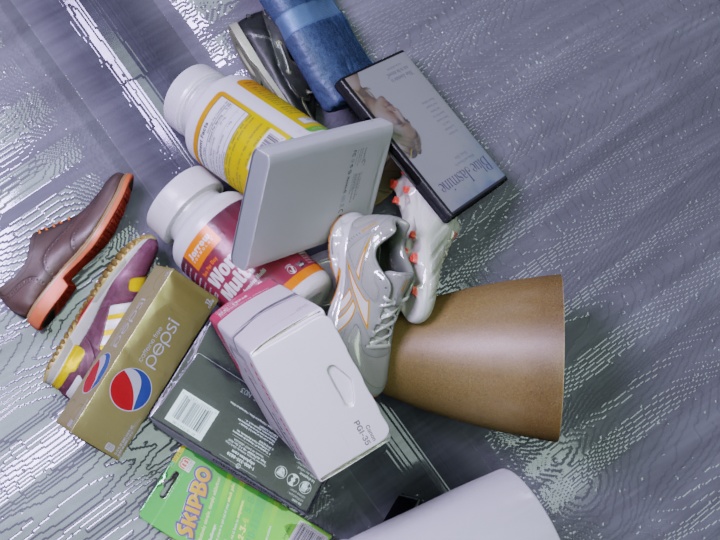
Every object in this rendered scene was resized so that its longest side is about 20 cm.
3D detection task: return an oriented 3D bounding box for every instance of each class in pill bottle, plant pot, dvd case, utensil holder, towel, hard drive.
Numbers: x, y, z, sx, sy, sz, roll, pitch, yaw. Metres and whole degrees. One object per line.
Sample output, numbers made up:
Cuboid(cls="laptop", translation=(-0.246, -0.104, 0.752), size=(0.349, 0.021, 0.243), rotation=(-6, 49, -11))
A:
Cuboid(cls="pill bottle", translation=(-0.122, -0.147, 1.377), size=(0.200, 0.111, 0.111), rotation=(36, 76, 27))
Cuboid(cls="plant pot", translation=(0.125, 0.095, 1.401), size=(0.199, 0.186, 0.187), rotation=(2, 82, 5))
Cuboid(cls="pill bottle", translation=(-0.136, -0.017, 1.374), size=(0.200, 0.110, 0.110), rotation=(43, 77, 12))
Cuboid(cls="dvd case", translation=(0.072, -0.156, 1.423), size=(0.200, 0.018, 0.143), rotation=(51, 39, 3))
Cuboid(cls="utensil holder", translation=(0.092, 0.313, 1.257), size=(0.199, 0.170, 0.171), rotation=(-22, 87, -15))
Cuboid(cls="towel", translation=(-0.053, -0.282, 1.440), size=(0.048, 0.112, 0.201), rotation=(-28, 93, 32))
Cuboid(cls="hard drive", translation=(-0.048, -0.083, 1.312), size=(0.027, 0.132, 0.200), rotation=(31, 32, 28))

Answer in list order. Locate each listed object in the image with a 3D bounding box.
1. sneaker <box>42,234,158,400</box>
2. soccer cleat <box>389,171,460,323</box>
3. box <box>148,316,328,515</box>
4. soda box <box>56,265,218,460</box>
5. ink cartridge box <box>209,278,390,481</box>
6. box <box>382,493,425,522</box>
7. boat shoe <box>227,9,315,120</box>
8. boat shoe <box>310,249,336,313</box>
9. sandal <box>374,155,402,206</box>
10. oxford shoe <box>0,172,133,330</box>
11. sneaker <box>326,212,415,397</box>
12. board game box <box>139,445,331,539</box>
Cuboid(cls="sneaker", translation=(-0.265, 0.058, 1.381), size=(0.090, 0.075, 0.200), rotation=(33, 84, -14))
Cuboid(cls="soccer cleat", translation=(0.077, -0.032, 1.390), size=(0.077, 0.069, 0.201), rotation=(14, 58, -24))
Cuboid(cls="box", translation=(-0.117, 0.160, 1.369), size=(0.200, 0.115, 0.132), rotation=(32, 80, -5))
Cuboid(cls="soda box", translation=(-0.235, 0.094, 1.319), size=(0.064, 0.068, 0.200), rotation=(35, 78, -24))
Cuboid(cls="ink cartridge box", translation=(-0.063, 0.100, 1.209), size=(0.083, 0.200, 0.147), rotation=(-31, 105, -11))
Cuboid(cls="box", translation=(0.078, 0.382, 1.382), size=(0.182, 0.104, 0.200), rotation=(33, 78, -6))
Cuboid(cls="boat shoe", translation=(-0.079, -0.211, 1.443), size=(0.067, 0.072, 0.201), rotation=(-28, 86, -13))
Cuboid(cls="boat shoe", translation=(0.000, 0.000, 1.432), size=(0.199, 0.069, 0.071), rotation=(-18, 90, -11))
Cuboid(cls="sandal", translation=(0.020, -0.141, 1.467), size=(0.080, 0.054, 0.200), rotation=(39, 63, -10))
Cuboid(cls="oxford shoe", translation=(-0.324, -0.035, 1.378), size=(0.072, 0.071, 0.200), rotation=(34, 79, 0))
Cuboid(cls="sneaker", translation=(0.016, 0.035, 1.325), size=(0.076, 0.092, 0.201), rotation=(-1, 87, -47))
Cuboid(cls="board game box", translation=(-0.140, 0.285, 1.393), size=(0.200, 0.030, 0.096), rotation=(34, 78, -8))
